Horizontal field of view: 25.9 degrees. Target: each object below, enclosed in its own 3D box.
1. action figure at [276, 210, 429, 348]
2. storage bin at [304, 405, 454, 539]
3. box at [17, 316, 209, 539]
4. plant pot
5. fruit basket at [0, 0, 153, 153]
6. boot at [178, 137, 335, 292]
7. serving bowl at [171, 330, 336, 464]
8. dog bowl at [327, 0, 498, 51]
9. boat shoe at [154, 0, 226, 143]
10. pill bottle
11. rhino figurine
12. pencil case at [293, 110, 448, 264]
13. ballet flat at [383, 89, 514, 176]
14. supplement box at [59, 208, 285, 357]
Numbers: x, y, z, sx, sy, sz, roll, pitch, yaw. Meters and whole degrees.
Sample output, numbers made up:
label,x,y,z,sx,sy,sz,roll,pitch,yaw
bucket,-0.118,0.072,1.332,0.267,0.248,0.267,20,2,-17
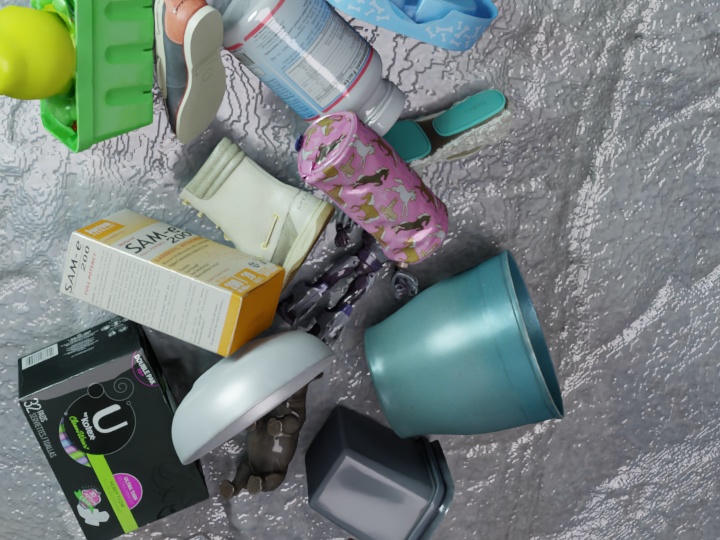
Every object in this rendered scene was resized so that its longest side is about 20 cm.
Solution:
label,x,y,z,sx,sy,sz,roll,pitch,yaw
action figure,0.000,0.000,1.774,0.130,0.069,0.200,42,92,-12
storage bin,0.007,0.249,1.806,0.134,0.200,0.146,30,101,-10
box,-0.276,0.176,1.742,0.148,0.124,0.200,-23,112,-4
plant pot,0.111,0.099,1.778,0.188,0.200,0.200,-18,113,11
fruit basket,-0.312,-0.223,1.569,0.215,0.155,0.216,-10,113,-26
boot,-0.134,-0.041,1.720,0.155,0.072,0.200,34,129,-2
serving bowl,-0.124,0.124,1.666,0.200,0.200,0.066,-36,83,1
dog bowl,0.046,-0.290,1.661,0.200,0.112,0.050,17,119,-19
boat shoe,-0.183,-0.213,1.626,0.071,0.063,0.200,-44,160,-30
pill bottle,-0.048,-0.222,1.658,0.109,0.109,0.200,-46,114,6
rhino figurine,-0.096,0.174,1.810,0.060,0.087,0.200,26,104,19
pencil case,0.015,-0.085,1.666,0.086,0.083,0.200,-23,137,28
ballet flat,0.081,-0.138,1.746,0.200,0.072,0.072,-20,113,-4
supplement box,-0.197,0.010,1.652,0.200,0.126,0.074,20,109,13
